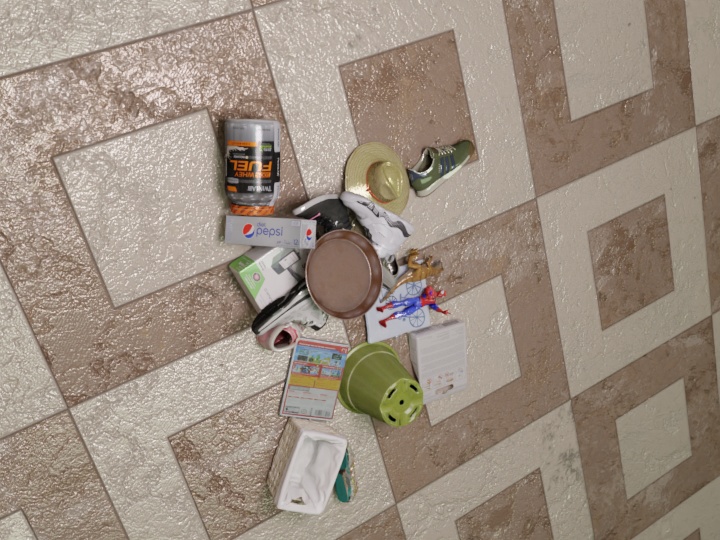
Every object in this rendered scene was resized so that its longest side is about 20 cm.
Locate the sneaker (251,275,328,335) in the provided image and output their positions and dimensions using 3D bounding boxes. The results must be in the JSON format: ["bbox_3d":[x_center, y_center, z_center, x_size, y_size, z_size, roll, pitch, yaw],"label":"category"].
[{"bbox_3d":[-0.142,0.108,1.547,0.200,0.075,0.116,-37,111,-18],"label":"sneaker"}]

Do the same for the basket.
[{"bbox_3d":[-0.139,0.478,1.707,0.134,0.123,0.202,18,92,-29],"label":"basket"}]

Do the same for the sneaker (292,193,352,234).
[{"bbox_3d":[-0.078,-0.117,1.574,0.199,0.070,0.100,-19,89,-61],"label":"sneaker"}]

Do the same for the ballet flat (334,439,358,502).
[{"bbox_3d":[-0.042,0.512,1.807,0.064,0.075,0.203,-29,122,-52],"label":"ballet flat"}]

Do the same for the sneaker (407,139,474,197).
[{"bbox_3d":[0.200,-0.281,1.738,0.200,0.067,0.090,-43,122,-9],"label":"sneaker"}]

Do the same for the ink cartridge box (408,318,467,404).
[{"bbox_3d":[0.215,0.248,1.885,0.159,0.050,0.203,-14,112,-24],"label":"ink cartridge box"}]

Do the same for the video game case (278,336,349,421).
[{"bbox_3d":[-0.116,0.272,1.721,0.141,0.017,0.203,11,97,-20],"label":"video game case"}]

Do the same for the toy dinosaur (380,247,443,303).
[{"bbox_3d":[0.137,0.006,1.755,0.198,0.060,0.108,-21,111,-22],"label":"toy dinosaur"}]

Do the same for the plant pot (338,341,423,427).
[{"bbox_3d":[0.062,0.302,1.732,0.198,0.190,0.203,-7,105,-25],"label":"plant pot"}]

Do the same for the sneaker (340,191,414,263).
[{"bbox_3d":[0.023,-0.098,1.609,0.198,0.075,0.116,27,96,-23],"label":"sneaker"}]

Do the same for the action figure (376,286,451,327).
[{"bbox_3d":[0.151,0.093,1.763,0.198,0.099,0.066,-21,111,-25],"label":"action figure"}]

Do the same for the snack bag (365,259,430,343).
[{"bbox_3d":[0.090,0.084,1.793,0.198,0.021,0.191,-16,108,-24],"label":"snack bag"}]

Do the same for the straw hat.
[{"bbox_3d":[0.060,-0.213,1.648,0.199,0.085,0.204,1,88,-30],"label":"straw hat"}]

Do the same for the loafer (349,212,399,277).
[{"bbox_3d":[0.041,-0.062,1.699,0.076,0.068,0.201,-41,108,-13],"label":"loafer"}]

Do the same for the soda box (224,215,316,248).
[{"bbox_3d":[-0.197,-0.084,1.504,0.068,0.198,0.064,-4,98,-64],"label":"soda box"}]

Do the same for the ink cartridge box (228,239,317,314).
[{"bbox_3d":[-0.180,-0.003,1.597,0.199,0.084,0.147,-37,116,-16],"label":"ink cartridge box"}]

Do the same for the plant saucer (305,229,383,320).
[{"bbox_3d":[-0.041,0.010,1.549,0.198,0.034,0.203,3,84,-31],"label":"plant saucer"}]

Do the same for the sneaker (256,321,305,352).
[{"bbox_3d":[-0.149,0.124,1.632,0.199,0.104,0.076,-38,112,-15],"label":"sneaker"}]

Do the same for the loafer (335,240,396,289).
[{"bbox_3d":[0.000,0.000,1.633,0.199,0.070,0.070,31,77,-26],"label":"loafer"}]

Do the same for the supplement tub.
[{"bbox_3d":[-0.234,-0.226,1.497,0.121,0.122,0.203,-5,103,-26],"label":"supplement tub"}]
